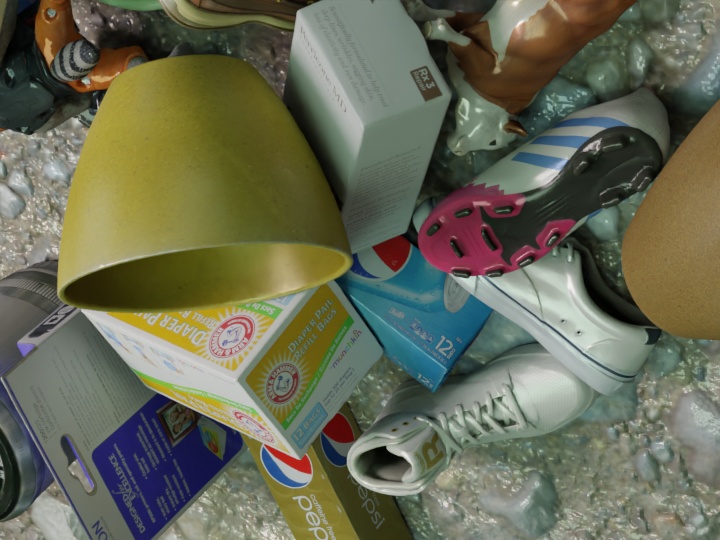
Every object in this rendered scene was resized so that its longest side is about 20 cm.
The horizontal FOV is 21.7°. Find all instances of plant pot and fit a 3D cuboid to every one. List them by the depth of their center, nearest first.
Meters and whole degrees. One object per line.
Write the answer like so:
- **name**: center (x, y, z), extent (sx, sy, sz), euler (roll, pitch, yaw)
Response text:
- **plant pot**: center (0.257, -0.031, 1.180), extent (0.187, 0.186, 0.200), euler (49, 144, -5)
- **plant pot**: center (-0.111, -0.062, 1.264), extent (0.199, 0.199, 0.144), euler (-16, 76, 38)

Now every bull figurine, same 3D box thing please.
- **bull figurine**: center (0.102, -0.160, 1.242), extent (0.121, 0.066, 0.200), euler (22, 131, -31)

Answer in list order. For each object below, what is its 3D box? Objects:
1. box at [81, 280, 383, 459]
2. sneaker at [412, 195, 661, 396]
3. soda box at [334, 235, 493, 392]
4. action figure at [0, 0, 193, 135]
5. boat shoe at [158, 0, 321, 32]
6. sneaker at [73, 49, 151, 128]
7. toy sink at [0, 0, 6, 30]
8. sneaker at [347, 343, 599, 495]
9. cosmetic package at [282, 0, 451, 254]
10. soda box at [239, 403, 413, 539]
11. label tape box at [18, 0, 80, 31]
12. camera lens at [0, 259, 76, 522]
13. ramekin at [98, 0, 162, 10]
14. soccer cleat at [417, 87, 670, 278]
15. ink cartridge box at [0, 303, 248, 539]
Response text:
- **box**: center (-0.099, 0.046, 1.426), extent (0.199, 0.113, 0.102), euler (19, 153, 44)
- **sneaker**: center (0.130, 0.002, 1.348), extent (0.199, 0.073, 0.071), euler (38, 113, 1)
- **soda box**: center (0.000, 0.000, 1.407), extent (0.199, 0.064, 0.068), euler (37, 162, 6)
- **action figure**: center (-0.240, -0.161, 1.318), extent (0.199, 0.105, 0.193), euler (35, 140, -27)
- **boat shoe**: center (-0.047, -0.201, 1.234), extent (0.067, 0.199, 0.073), euler (-28, 82, 40)
- **sneaker**: center (-0.151, -0.132, 1.438), extent (0.199, 0.076, 0.091), euler (33, 117, 7)
- **toy sink**: center (-0.328, -0.158, 1.260), extent (0.112, 0.130, 0.201), euler (41, 140, 14)
- **sneaker**: center (0.082, 0.121, 1.415), extent (0.199, 0.116, 0.074), euler (-19, 106, 37)
- **cosmetic package**: center (-0.004, -0.098, 1.288), extent (0.102, 0.073, 0.200), euler (61, 163, 21)
- **soda box**: center (-0.031, 0.170, 1.550), extent (0.067, 0.064, 0.201), euler (-13, 112, 37)
- **label tape box**: center (-0.309, -0.247, 1.381), extent (0.200, 0.063, 0.145), euler (38, 162, 37)
- **camera lens**: center (-0.295, 0.102, 1.581), extent (0.159, 0.200, 0.161), euler (16, 126, 22)
- **ramekin**: center (-0.149, -0.293, 1.306), extent (0.198, 0.098, 0.202), euler (16, 126, 23)
- **soccer cleat**: center (0.129, -0.059, 1.284), extent (0.199, 0.087, 0.070), euler (-26, 114, 32)
- **ink cartridge box**: center (-0.198, 0.118, 1.531), extent (0.043, 0.200, 0.200), euler (-10, 112, 38)
